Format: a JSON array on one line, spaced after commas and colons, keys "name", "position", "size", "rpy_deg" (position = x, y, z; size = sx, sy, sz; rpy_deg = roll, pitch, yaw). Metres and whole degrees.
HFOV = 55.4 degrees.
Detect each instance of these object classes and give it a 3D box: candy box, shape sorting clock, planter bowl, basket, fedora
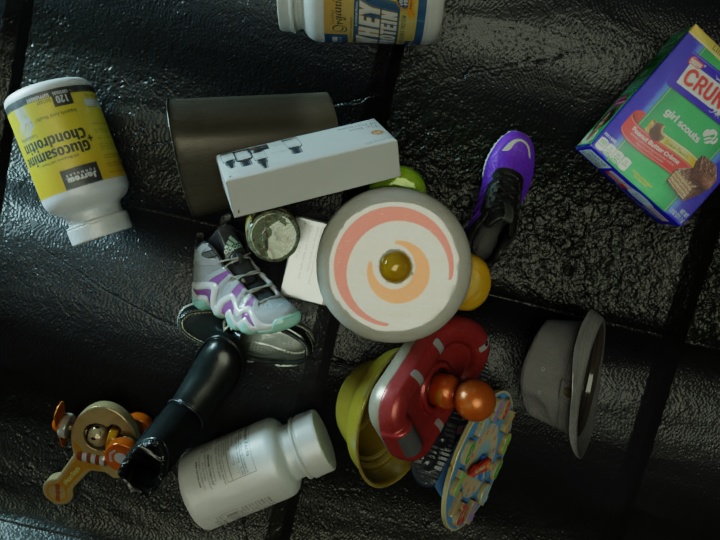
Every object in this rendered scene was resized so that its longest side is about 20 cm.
[{"name": "candy box", "position": [0.422, -0.188, 0.914], "size": [0.169, 0.077, 0.200], "rpy_deg": [39, 95, -6]}, {"name": "shape sorting clock", "position": [0.164, 0.258, 0.933], "size": [0.039, 0.200, 0.201], "rpy_deg": [23, 100, 32]}, {"name": "planter bowl", "position": [0.025, 0.187, 0.943], "size": [0.083, 0.200, 0.202], "rpy_deg": [13, 101, 36]}, {"name": "basket", "position": [-0.130, -0.157, 0.882], "size": [0.199, 0.181, 0.137], "rpy_deg": [-10, 67, -8]}, {"name": "fedora", "position": [0.275, 0.147, 0.941], "size": [0.090, 0.177, 0.201], "rpy_deg": [10, 116, 28]}]

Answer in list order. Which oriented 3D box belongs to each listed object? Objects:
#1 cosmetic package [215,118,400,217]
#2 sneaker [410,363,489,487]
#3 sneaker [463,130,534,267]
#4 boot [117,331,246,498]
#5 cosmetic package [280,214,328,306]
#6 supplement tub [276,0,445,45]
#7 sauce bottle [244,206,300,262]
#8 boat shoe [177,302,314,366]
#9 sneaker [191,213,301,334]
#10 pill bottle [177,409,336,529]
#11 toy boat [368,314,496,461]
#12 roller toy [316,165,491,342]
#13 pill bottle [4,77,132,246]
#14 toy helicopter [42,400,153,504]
[{"name": "cosmetic package", "position": [-0.061, -0.123, 0.797], "size": [0.199, 0.083, 0.051], "rpy_deg": [-16, 126, -12]}, {"name": "sneaker", "position": [0.123, 0.211, 0.974], "size": [0.070, 0.082, 0.201], "rpy_deg": [24, 68, 17]}, {"name": "sneaker", "position": [0.190, -0.087, 0.915], "size": [0.069, 0.100, 0.201], "rpy_deg": [19, 99, -6]}, {"name": "boot", "position": [-0.234, 0.190, 0.899], "size": [0.073, 0.163, 0.199], "rpy_deg": [34, 117, 1]}, {"name": "cosmetic package", "position": [0.000, 0.000, 0.937], "size": [0.199, 0.081, 0.113], "rpy_deg": [12, 96, -1]}, {"name": "supplement tub", "position": [0.001, -0.357, 0.849], "size": [0.199, 0.145, 0.146], "rpy_deg": [2, 99, -1]}, {"name": "sauce bottle", "position": [-0.114, -0.057, 0.865], "size": [0.064, 0.200, 0.065], "rpy_deg": [-2, 102, -9]}, {"name": "boat shoe", "position": [-0.162, 0.088, 0.959], "size": [0.199, 0.060, 0.076], "rpy_deg": [8, 99, -2]}, {"name": "sneaker", "position": [-0.158, -0.003, 0.885], "size": [0.199, 0.078, 0.141], "rpy_deg": [14, 114, 38]}, {"name": "pill bottle", "position": [-0.142, 0.273, 0.961], "size": [0.199, 0.114, 0.115], "rpy_deg": [-23, 98, 3]}, {"name": "toy boat", "position": [0.111, 0.150, 0.862], "size": [0.200, 0.130, 0.131], "rpy_deg": [-52, 136, -29]}, {"name": "roller toy", "position": [0.039, -0.007, 0.827], "size": [0.182, 0.140, 0.200], "rpy_deg": [-36, 96, 2]}, {"name": "pill bottle", "position": [-0.372, -0.139, 0.896], "size": [0.111, 0.112, 0.201], "rpy_deg": [-18, 99, 2]}, {"name": "toy helicopter", "position": [-0.400, 0.261, 0.980], "size": [0.132, 0.079, 0.200], "rpy_deg": [38, 109, -12]}]
